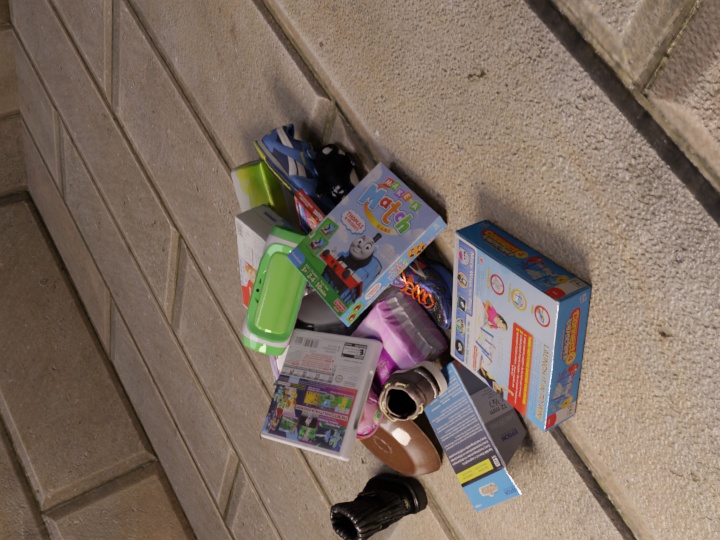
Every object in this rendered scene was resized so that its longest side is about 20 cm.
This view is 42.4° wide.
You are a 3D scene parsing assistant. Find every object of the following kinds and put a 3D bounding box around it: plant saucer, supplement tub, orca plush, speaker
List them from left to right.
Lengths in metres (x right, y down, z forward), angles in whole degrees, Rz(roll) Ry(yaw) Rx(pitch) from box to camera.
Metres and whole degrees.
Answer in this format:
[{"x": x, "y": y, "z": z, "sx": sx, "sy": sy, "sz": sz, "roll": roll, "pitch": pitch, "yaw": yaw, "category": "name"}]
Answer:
[{"x": -0.136, "y": 0.033, "z": 1.539, "sx": 0.088, "sy": 0.087, "sz": 0.204, "roll": 24, "pitch": 99, "yaw": 54, "category": "speaker"}, {"x": -0.049, "y": 0.145, "z": 1.628, "sx": 0.122, "sy": 0.121, "sz": 0.204, "roll": 33, "pitch": 139, "yaw": 48, "category": "supplement tub"}, {"x": -0.039, "y": -0.113, "z": 1.463, "sx": 0.105, "sy": 0.070, "sz": 0.204, "roll": 129, "pitch": 125, "yaw": -63, "category": "orca plush"}, {"x": 0.046, "y": 0.281, "z": 1.558, "sx": 0.199, "sy": 0.037, "sz": 0.202, "roll": 35, "pitch": 155, "yaw": 18, "category": "plant saucer"}]

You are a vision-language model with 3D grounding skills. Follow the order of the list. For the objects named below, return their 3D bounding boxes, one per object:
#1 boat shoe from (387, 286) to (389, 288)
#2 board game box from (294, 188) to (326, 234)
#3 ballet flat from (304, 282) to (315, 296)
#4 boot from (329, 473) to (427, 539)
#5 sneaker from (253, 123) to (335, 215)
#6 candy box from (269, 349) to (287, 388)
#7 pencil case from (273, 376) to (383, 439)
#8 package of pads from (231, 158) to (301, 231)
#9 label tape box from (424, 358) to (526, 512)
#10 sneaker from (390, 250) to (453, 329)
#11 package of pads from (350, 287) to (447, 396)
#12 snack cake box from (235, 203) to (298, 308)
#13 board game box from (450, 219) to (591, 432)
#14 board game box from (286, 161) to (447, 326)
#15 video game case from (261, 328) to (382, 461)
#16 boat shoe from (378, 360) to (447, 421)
[{"x": 0.000, "y": 0.000, "z": 1.507, "sx": 0.199, "sy": 0.071, "sz": 0.069, "roll": -28, "pitch": 45, "yaw": 61, "category": "boat shoe"}, {"x": -0.065, "y": -0.061, "z": 1.531, "sx": 0.103, "sy": 0.019, "sz": 0.200, "roll": 48, "pitch": 171, "yaw": 10, "category": "board game box"}, {"x": -0.066, "y": 0.107, "z": 1.704, "sx": 0.063, "sy": 0.076, "sz": 0.203, "roll": 8, "pitch": 127, "yaw": 22, "category": "ballet flat"}, {"x": 0.010, "y": 0.432, "z": 1.676, "sx": 0.081, "sy": 0.156, "sz": 0.211, "roll": 65, "pitch": 152, "yaw": 6, "category": "boot"}, {"x": -0.094, "y": -0.166, "z": 1.543, "sx": 0.201, "sy": 0.082, "sz": 0.074, "roll": 49, "pitch": 171, "yaw": 18, "category": "sneaker"}, {"x": -0.135, "y": 0.198, "z": 1.831, "sx": 0.168, "sy": 0.070, "sz": 0.204, "roll": -127, "pitch": 26, "yaw": -67, "category": "candy box"}, {"x": -0.055, "y": 0.216, "z": 1.515, "sx": 0.198, "sy": 0.087, "sz": 0.089, "roll": 8, "pitch": 116, "yaw": 47, "category": "pencil case"}, {"x": -0.165, "y": -0.108, "z": 1.734, "sx": 0.154, "sy": 0.067, "sz": 0.204, "roll": 1, "pitch": 109, "yaw": 60, "category": "package of pads"}, {"x": 0.172, "y": 0.233, "z": 1.349, "sx": 0.203, "sy": 0.065, "sz": 0.143, "roll": 62, "pitch": 152, "yaw": 12, "category": "label tape box"}, {"x": 0.075, "y": 0.010, "z": 1.359, "sx": 0.201, "sy": 0.077, "sz": 0.076, "roll": 53, "pitch": 149, "yaw": 29, "category": "sneaker"}, {"x": 0.051, "y": 0.120, "z": 1.471, "sx": 0.121, "sy": 0.075, "sz": 0.200, "roll": 55, "pitch": 151, "yaw": 11, "category": "package of pads"}, {"x": -0.162, "y": 0.000, "z": 1.665, "sx": 0.115, "sy": 0.066, "sz": 0.203, "roll": 37, "pitch": 139, "yaw": 39, "category": "snack cake box"}, {"x": 0.198, "y": 0.068, "z": 1.196, "sx": 0.195, "sy": 0.055, "sz": 0.203, "roll": 39, "pitch": 140, "yaw": 45, "category": "board game box"}, {"x": 0.006, "y": -0.041, "z": 1.341, "sx": 0.151, "sy": 0.200, "sz": 0.037, "roll": 45, "pitch": 179, "yaw": 38, "category": "board game box"}, {"x": -0.063, "y": 0.189, "z": 1.456, "sx": 0.198, "sy": 0.023, "sz": 0.186, "roll": 4, "pitch": 71, "yaw": 46, "category": "video game case"}, {"x": 0.063, "y": 0.189, "z": 1.380, "sx": 0.072, "sy": 0.059, "sz": 0.200, "roll": 53, "pitch": 154, "yaw": 3, "category": "boat shoe"}]
